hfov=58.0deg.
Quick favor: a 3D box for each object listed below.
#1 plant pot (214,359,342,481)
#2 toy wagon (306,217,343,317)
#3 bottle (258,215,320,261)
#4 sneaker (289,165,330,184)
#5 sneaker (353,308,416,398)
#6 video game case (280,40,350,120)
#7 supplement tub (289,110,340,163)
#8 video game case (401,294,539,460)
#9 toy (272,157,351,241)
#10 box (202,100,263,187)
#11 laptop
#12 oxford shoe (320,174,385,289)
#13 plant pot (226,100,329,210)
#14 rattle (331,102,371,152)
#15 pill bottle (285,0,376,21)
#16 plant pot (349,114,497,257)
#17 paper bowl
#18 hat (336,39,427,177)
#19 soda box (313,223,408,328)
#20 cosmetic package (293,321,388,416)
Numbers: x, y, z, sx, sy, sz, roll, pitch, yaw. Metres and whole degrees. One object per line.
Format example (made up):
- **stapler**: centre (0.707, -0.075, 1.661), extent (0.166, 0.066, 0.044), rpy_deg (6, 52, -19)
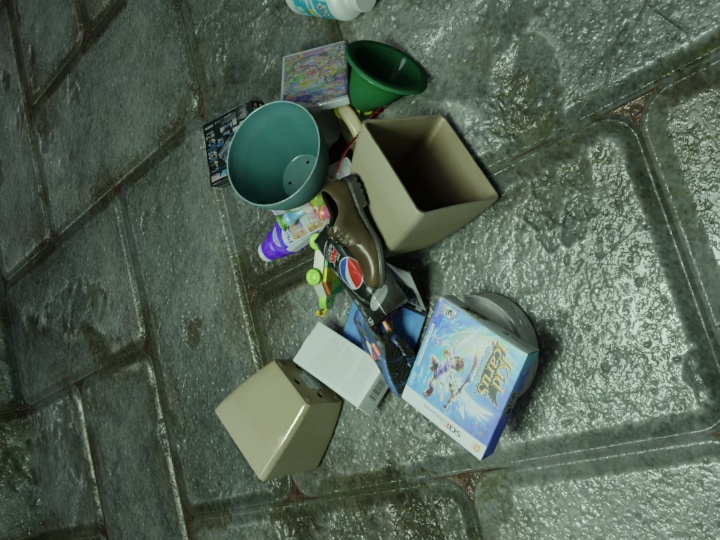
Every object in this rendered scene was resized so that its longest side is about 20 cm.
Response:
- **plant pot**: centre (-0.160, 0.305, 1.418), extent (0.200, 0.198, 0.178), rpy_deg (45, 109, 29)
- **toy wagon**: centre (-0.058, -0.004, 1.326), extent (0.039, 0.155, 0.205), rpy_deg (9, 99, 23)
- **bottle**: centre (-0.157, -0.082, 1.466), extent (0.198, 0.065, 0.085), rpy_deg (-30, 70, 38)
- **sneaker**: centre (-0.102, -0.185, 1.358), extent (0.196, 0.091, 0.080), rpy_deg (-18, 61, 8)
- **sneaker**: centre (0.047, 0.151, 1.253), extent (0.078, 0.074, 0.203), rpy_deg (-39, 73, 59)
- **video game case**: centre (-0.093, -0.388, 1.317), extent (0.140, 0.018, 0.203), rpy_deg (-11, 50, 9)
- **supplement tub**: centre (-0.151, -0.280, 1.399), extent (0.198, 0.143, 0.147), rpy_deg (-29, 74, 38)
- **video game case**: centre (0.174, 0.173, 1.072), extent (0.180, 0.045, 0.204), rpy_deg (32, 113, 34)
- **toy**: centre (-0.084, -0.133, 1.329), extent (0.197, 0.116, 0.048), rpy_deg (-24, 35, 18)
- **box**: centre (-0.306, -0.307, 1.596), extent (0.197, 0.046, 0.163), rpy_deg (-13, 84, 41)
- **laptop**: centre (0.027, 0.071, 1.282), extent (0.185, 0.201, 0.116), rpy_deg (25, 66, 37)
- **oxford shoe**: centre (-0.017, -0.057, 1.123), extent (0.204, 0.083, 0.073), rpy_deg (67, 154, 4)
- **plant pot**: centre (-0.138, -0.202, 1.250), extent (0.196, 0.134, 0.205), rpy_deg (-6, 76, 22)
- **rattle**: centre (0.036, -0.269, 1.313), extent (0.202, 0.141, 0.130), rpy_deg (56, 158, 5)
- **pill bottle**: centre (-0.059, -0.573, 1.324), extent (0.198, 0.110, 0.113), rpy_deg (24, 108, 38)
- **plant pot**: centre (0.087, -0.137, 1.168), extent (0.202, 0.197, 0.178), rpy_deg (59, 139, 21)
- **paper bowl**: centre (0.203, 0.144, 1.142), extent (0.198, 0.103, 0.206), rpy_deg (4, 97, 40)
- **hat**: centre (0.012, -0.317, 1.246), extent (0.166, 0.198, 0.178), rpy_deg (49, 135, 24)
- **soda box**: centre (0.000, 0.000, 1.210), extent (0.202, 0.070, 0.063), rpy_deg (56, 141, 9)
- **cosmetic package**: centre (-0.035, 0.202, 1.348), extent (0.198, 0.071, 0.102), rpy_deg (29, 79, 36)
